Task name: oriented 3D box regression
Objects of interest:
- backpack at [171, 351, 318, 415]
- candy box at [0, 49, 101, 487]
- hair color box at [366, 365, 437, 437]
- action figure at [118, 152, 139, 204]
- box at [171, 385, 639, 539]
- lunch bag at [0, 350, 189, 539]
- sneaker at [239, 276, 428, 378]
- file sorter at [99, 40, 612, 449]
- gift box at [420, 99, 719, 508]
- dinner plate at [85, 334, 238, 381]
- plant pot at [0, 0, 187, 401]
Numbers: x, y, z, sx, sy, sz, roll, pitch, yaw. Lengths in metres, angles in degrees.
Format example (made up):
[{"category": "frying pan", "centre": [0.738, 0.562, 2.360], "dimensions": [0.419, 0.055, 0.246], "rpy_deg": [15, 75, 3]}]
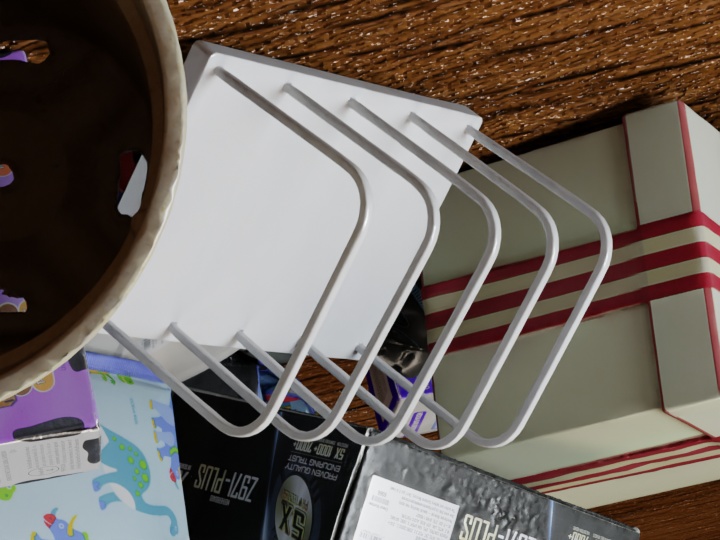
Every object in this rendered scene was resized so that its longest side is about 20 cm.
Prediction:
[{"category": "backpack", "centre": [-0.102, 0.124, 1.380], "dimensions": [0.134, 0.183, 0.200], "rpy_deg": [-2, -176, -11]}, {"category": "candy box", "centre": [-0.219, 0.013, 0.981], "dimensions": [0.200, 0.168, 0.072], "rpy_deg": [-10, 162, -8]}, {"category": "hair color box", "centre": [0.109, 0.053, 1.553], "dimensions": [0.200, 0.065, 0.109], "rpy_deg": [-12, 163, -9]}, {"category": "action figure", "centre": [-0.144, 0.009, 1.164], "dimensions": [0.065, 0.099, 0.200], "rpy_deg": [0, 162, -37]}, {"category": "box", "centre": [0.012, 0.135, 1.221], "dimensions": [0.200, 0.086, 0.164], "rpy_deg": [24, 171, -39]}, {"category": "lunch bag", "centre": [-0.179, 0.124, 1.073], "dimensions": [0.127, 0.170, 0.200], "rpy_deg": [-26, 155, 32]}, {"category": "sneaker", "centre": [-0.013, 0.005, 1.328], "dimensions": [0.200, 0.073, 0.082], "rpy_deg": [6, 127, -40]}, {"category": "file sorter", "centre": [0.000, 0.000, 1.080], "dimensions": [0.200, 0.124, 0.139], "rpy_deg": [8, 114, -52]}, {"category": "gift box", "centre": [0.157, 0.020, 1.285], "dimensions": [0.187, 0.185, 0.200], "rpy_deg": [-16, 162, 28]}, {"category": "dinner plate", "centre": [-0.070, 0.007, 1.170], "dimensions": [0.200, 0.024, 0.200], "rpy_deg": [-34, 160, -14]}, {"category": "plant pot", "centre": [-0.147, -0.042, 0.858], "dimensions": [0.200, 0.201, 0.183], "rpy_deg": [-14, 174, 4]}]
